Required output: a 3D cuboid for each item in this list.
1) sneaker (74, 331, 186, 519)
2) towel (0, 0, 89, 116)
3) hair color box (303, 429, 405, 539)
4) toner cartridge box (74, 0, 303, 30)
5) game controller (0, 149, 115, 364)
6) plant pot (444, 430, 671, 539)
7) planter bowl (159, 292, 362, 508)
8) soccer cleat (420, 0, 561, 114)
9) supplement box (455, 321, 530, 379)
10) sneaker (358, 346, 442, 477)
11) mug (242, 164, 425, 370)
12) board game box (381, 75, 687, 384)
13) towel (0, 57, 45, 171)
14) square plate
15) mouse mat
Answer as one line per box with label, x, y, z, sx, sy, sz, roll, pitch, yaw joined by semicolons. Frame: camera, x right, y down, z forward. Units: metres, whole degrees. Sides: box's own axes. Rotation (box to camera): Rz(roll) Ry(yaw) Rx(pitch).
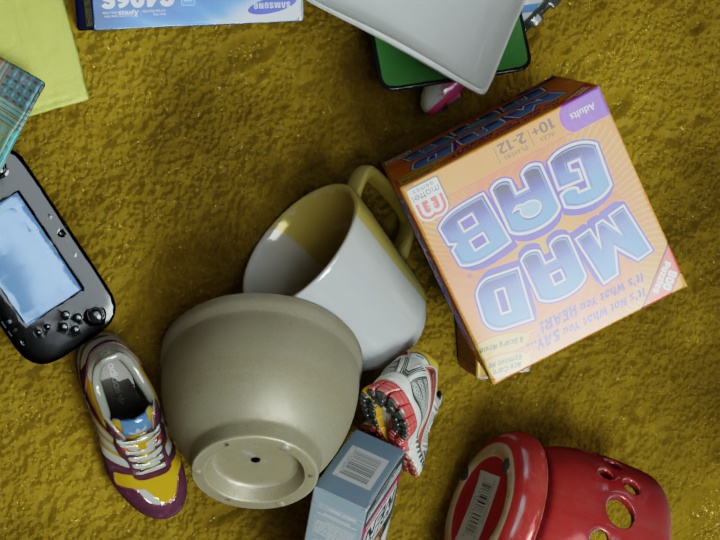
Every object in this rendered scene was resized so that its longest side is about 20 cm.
sneaker;-0.219;0.159;1.376;0.074;0.090;0.202;-27;106;-14
towel;-0.317;-0.245;1.316;0.085;0.018;0.203;-17;105;-12
hair color box;-0.015;0.270;1.421;0.060;0.099;0.202;22;126;15
toner cartridge box;-0.161;-0.249;1.332;0.197;0.095;0.044;-6;102;-19
game controller;-0.317;-0.012;1.336;0.104;0.042;0.201;-35;107;-13
plant pot;0.200;0.279;1.500;0.181;0.200;0.203;24;90;-20
planter bowl;-0.097;0.137;1.343;0.197;0.136;0.202;1;139;1
soccer cleat;0.116;-0.248;1.461;0.086;0.070;0.200;45;78;-6
supplement box;0.135;0.007;1.503;0.066;0.069;0.203;-7;100;-18
sneaker;0.051;0.145;1.437;0.078;0.201;0.082;36;68;15
mug;0.000;0.007;1.413;0.187;0.149;0.153;-48;119;-1
board game box;0.156;-0.047;1.354;0.198;0.200;0.202;-27;100;1
towel;-0.392;-0.116;1.283;0.146;0.022;0.202;29;88;-5
square plate;0.066;-0.286;1.383;0.196;0.028;0.202;27;63;-3
mouse mat;0.078;-0.285;1.421;0.159;0.008;0.203;-9;82;-10
